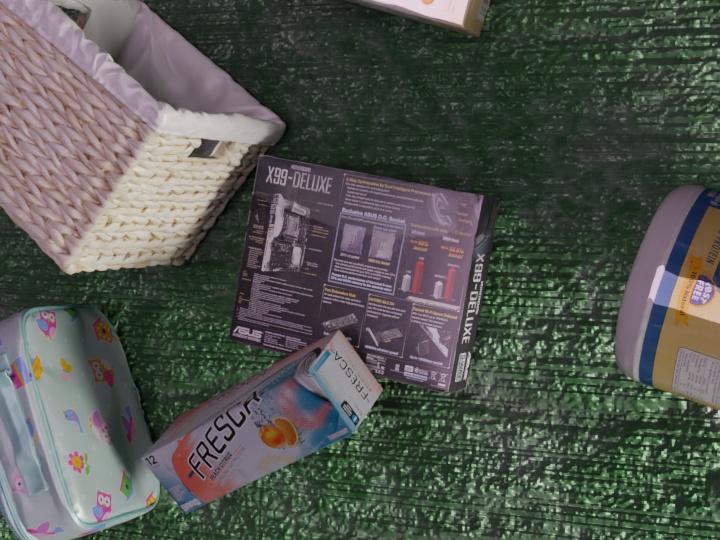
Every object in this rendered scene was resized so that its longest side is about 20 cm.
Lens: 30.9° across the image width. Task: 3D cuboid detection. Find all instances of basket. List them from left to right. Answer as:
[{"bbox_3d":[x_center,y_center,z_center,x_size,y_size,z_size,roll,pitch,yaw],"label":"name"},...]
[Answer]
[{"bbox_3d":[-0.209,-0.120,1.058,0.200,0.198,0.161,42,107,16],"label":"basket"}]

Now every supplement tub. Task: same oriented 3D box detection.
[{"bbox_3d":[0.288,0.035,0.881,0.200,0.145,0.145,19,98,21],"label":"supplement tub"}]

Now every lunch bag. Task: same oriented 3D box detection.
[{"bbox_3d":[-0.255,0.125,1.098,0.077,0.160,0.200,-21,84,21],"label":"lunch bag"}]

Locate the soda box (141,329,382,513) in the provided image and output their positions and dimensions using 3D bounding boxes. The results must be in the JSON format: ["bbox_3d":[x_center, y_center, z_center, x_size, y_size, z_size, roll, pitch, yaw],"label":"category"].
[{"bbox_3d":[-0.082,0.124,1.046,0.200,0.068,0.064,-30,102,33],"label":"soda box"}]

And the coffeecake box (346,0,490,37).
[{"bbox_3d":[0.015,-0.285,1.016,0.200,0.073,0.154,19,98,13],"label":"coffeecake box"}]

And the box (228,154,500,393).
[{"bbox_3d":[0.000,0.000,1.051,0.200,0.050,0.158,11,95,22],"label":"box"}]
